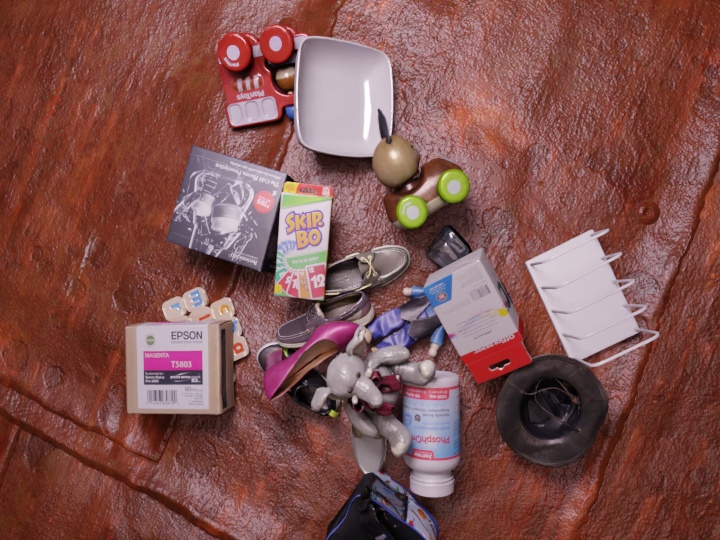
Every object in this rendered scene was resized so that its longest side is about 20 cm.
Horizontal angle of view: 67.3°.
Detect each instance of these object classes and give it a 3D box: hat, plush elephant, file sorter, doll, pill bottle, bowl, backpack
[{"bbox_3d":[0.333,0.236,0.965,0.194,0.081,0.208,2,101,11],"label":"hat"},{"bbox_3d":[0.008,0.188,0.891,0.197,0.154,0.168,28,92,27],"label":"plush elephant"},{"bbox_3d":[0.403,0.045,0.947,0.136,0.124,0.205,-25,85,4],"label":"file sorter"},{"bbox_3d":[0.105,0.100,1.016,0.196,0.049,0.139,-29,77,-1],"label":"doll"},{"bbox_3d":[0.128,0.290,0.977,0.105,0.109,0.208,-1,88,6],"label":"pill bottle"},{"bbox_3d":[-0.038,-0.310,1.006,0.194,0.074,0.208,1,90,-25],"label":"bowl"},{"bbox_3d":[0.043,0.475,0.955,0.188,0.154,0.203,35,112,7],"label":"backpack"}]

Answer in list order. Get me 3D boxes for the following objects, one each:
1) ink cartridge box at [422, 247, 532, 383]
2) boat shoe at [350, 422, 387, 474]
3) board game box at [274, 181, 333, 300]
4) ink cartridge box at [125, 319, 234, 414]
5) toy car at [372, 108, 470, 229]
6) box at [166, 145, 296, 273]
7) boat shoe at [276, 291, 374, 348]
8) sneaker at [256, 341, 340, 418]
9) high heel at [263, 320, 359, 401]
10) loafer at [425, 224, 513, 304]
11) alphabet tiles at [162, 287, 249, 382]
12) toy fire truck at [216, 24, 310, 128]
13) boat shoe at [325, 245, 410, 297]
[{"bbox_3d":[0.208,0.082,0.946,0.114,0.067,0.204,-26,100,25],"label":"ink cartridge box"},{"bbox_3d":[0.011,0.283,1.010,0.072,0.068,0.207,-6,88,6],"label":"boat shoe"},{"bbox_3d":[-0.103,-0.053,0.980,0.092,0.030,0.207,5,96,1],"label":"board game box"},{"bbox_3d":[-0.346,0.185,1.039,0.193,0.075,0.171,-3,90,9],"label":"ink cartridge box"},{"bbox_3d":[0.084,-0.192,0.953,0.155,0.164,0.204,-29,97,4],"label":"toy car"},{"bbox_3d":[-0.240,-0.113,1.035,0.194,0.104,0.188,16,91,7],"label":"box"},{"bbox_3d":[-0.072,0.086,1.014,0.194,0.073,0.066,-16,129,7],"label":"boat shoe"},{"bbox_3d":[-0.116,0.204,1.020,0.197,0.083,0.073,34,91,6],"label":"sneaker"},{"bbox_3d":[-0.083,0.164,0.965,0.196,0.068,0.098,-26,41,9],"label":"high heel"},{"bbox_3d":[0.204,0.013,1.004,0.072,0.072,0.201,-43,79,18],"label":"loafer"},{"bbox_3d":[-0.323,0.144,1.080,0.191,0.015,0.205,-23,85,8],"label":"alphabet tiles"},{"bbox_3d":[-0.178,-0.375,1.047,0.193,0.113,0.173,-7,112,6],"label":"toy fire truck"},{"bbox_3d":[0.001,0.003,1.025,0.196,0.060,0.074,-18,86,6],"label":"boat shoe"}]
